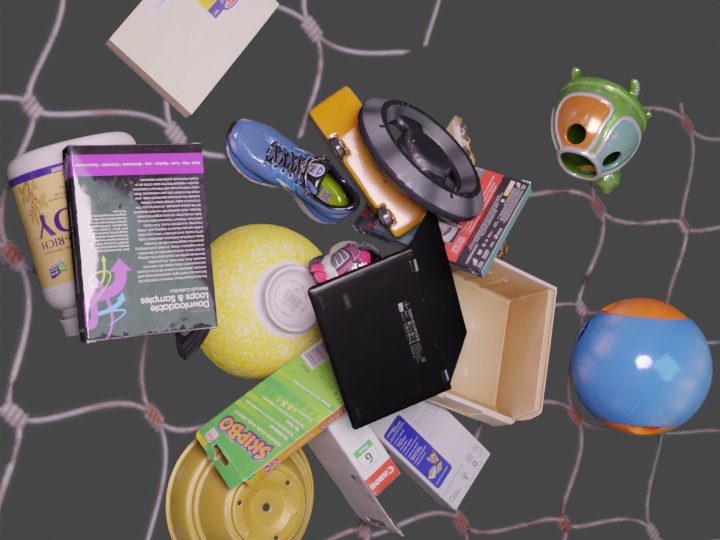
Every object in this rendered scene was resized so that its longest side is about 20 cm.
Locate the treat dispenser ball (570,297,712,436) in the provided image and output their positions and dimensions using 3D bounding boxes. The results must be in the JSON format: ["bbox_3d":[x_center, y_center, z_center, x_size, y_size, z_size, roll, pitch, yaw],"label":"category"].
[{"bbox_3d":[0.410,0.141,1.459,0.200,0.201,0.202,2,86,-29],"label":"treat dispenser ball"}]

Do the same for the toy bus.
[{"bbox_3d":[0.012,-0.139,1.296,0.065,0.078,0.200,-35,91,-4],"label":"toy bus"}]

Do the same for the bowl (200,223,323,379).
[{"bbox_3d":[-0.103,0.038,1.231,0.199,0.108,0.201,2,86,-30],"label":"bowl"}]

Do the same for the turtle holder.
[{"bbox_3d":[0.348,-0.202,1.498,0.140,0.186,0.132,24,72,7],"label":"turtle holder"}]

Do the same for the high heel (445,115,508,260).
[{"bbox_3d":[0.163,-0.110,1.422,0.142,0.071,0.201,13,78,-39],"label":"high heel"}]

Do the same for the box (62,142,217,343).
[{"bbox_3d":[-0.229,-0.031,1.039,0.142,0.036,0.201,-4,87,-30],"label":"box"}]

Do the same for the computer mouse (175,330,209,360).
[{"bbox_3d":[-0.193,-0.004,1.141,0.046,0.140,0.201,-3,73,-6],"label":"computer mouse"}]

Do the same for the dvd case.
[{"bbox_3d":[0.107,-0.083,1.322,0.146,0.199,0.022,-59,152,-19],"label":"dvd case"}]

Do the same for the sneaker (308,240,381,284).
[{"bbox_3d":[0.000,0.000,1.248,0.074,0.200,0.081,-21,95,14],"label":"sneaker"}]

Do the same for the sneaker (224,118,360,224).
[{"bbox_3d":[-0.080,-0.132,1.265,0.200,0.089,0.079,31,71,-24],"label":"sneaker"}]

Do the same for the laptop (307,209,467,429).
[{"bbox_3d":[0.041,0.051,1.182,0.199,0.116,0.188,-22,113,-11],"label":"laptop"}]

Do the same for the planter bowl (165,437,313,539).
[{"bbox_3d":[-0.129,0.283,1.213,0.199,0.083,0.202,2,85,-29],"label":"planter bowl"}]

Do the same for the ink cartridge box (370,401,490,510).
[{"bbox_3d":[0.084,0.228,1.363,0.200,0.039,0.100,47,66,-20],"label":"ink cartridge box"}]

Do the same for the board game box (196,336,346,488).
[{"bbox_3d":[-0.093,0.170,1.186,0.200,0.096,0.030,-35,145,-11],"label":"board game box"}]

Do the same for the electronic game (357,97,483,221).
[{"bbox_3d":[0.078,-0.141,1.249,0.200,0.042,0.200,31,33,-23],"label":"electronic game"}]

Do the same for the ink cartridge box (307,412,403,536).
[{"bbox_3d":[-0.008,0.240,1.269,0.050,0.109,0.200,-40,106,-24],"label":"ink cartridge box"}]

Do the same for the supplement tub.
[{"bbox_3d":[-0.295,-0.040,1.105,0.145,0.145,0.201,-18,95,-29],"label":"supplement tub"}]

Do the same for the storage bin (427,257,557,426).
[{"bbox_3d":[0.155,0.089,1.357,0.199,0.094,0.200,24,65,-30],"label":"storage bin"}]

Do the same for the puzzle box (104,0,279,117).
[{"bbox_3d":[-0.206,-0.308,1.243,0.133,0.025,0.200,42,68,-20],"label":"puzzle box"}]
